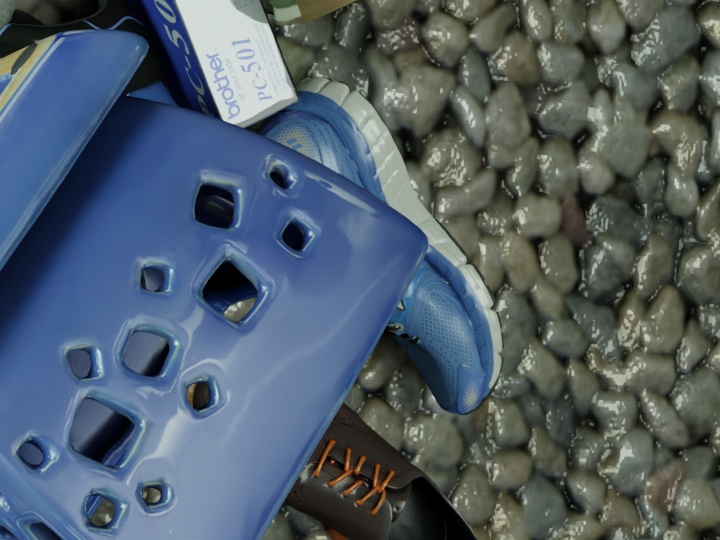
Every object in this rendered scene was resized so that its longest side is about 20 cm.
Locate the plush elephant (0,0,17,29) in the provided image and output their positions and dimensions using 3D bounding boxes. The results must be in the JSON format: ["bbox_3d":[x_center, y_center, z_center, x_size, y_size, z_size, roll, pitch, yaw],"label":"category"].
[{"bbox_3d":[-0.182,-0.182,1.015,0.155,0.200,0.165,3,92,-61],"label":"plush elephant"}]

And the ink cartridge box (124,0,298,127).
[{"bbox_3d":[-0.098,-0.168,1.103,0.044,0.094,0.200,-27,109,-16],"label":"ink cartridge box"}]

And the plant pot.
[{"bbox_3d":[-0.124,0.022,0.953,0.180,0.200,0.200,40,67,-21],"label":"plant pot"}]

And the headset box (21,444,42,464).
[{"bbox_3d":[-0.219,0.130,1.045,0.200,0.075,0.149,5,89,-37],"label":"headset box"}]

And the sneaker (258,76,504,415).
[{"bbox_3d":[0.000,0.000,1.214,0.089,0.079,0.200,-41,108,-21],"label":"sneaker"}]

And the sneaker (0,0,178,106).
[{"bbox_3d":[-0.182,-0.072,1.072,0.200,0.070,0.078,-28,95,-33],"label":"sneaker"}]

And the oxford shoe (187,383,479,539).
[{"bbox_3d":[-0.010,0.101,1.204,0.200,0.073,0.071,36,72,-33],"label":"oxford shoe"}]

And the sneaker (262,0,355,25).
[{"bbox_3d":[-0.035,-0.172,1.102,0.067,0.200,0.090,-30,103,-7],"label":"sneaker"}]
